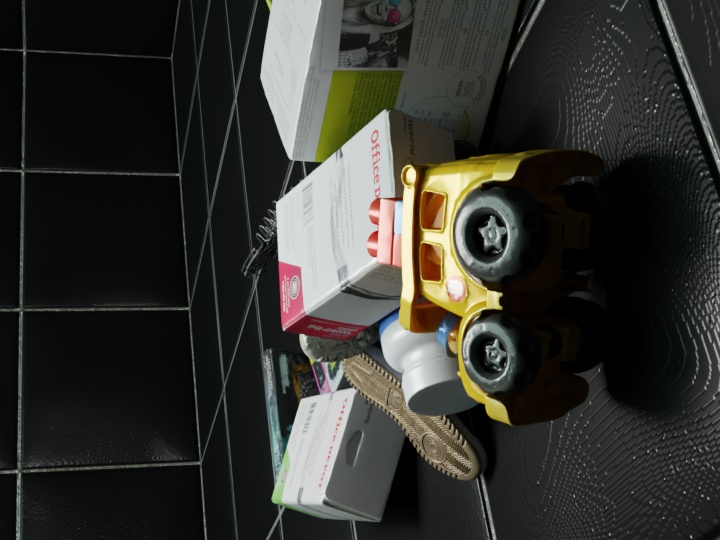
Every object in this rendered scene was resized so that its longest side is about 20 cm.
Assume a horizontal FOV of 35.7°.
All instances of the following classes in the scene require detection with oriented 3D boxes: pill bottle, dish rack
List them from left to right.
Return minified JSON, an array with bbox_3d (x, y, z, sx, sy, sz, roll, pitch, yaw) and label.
[{"bbox_3d":[-0.086,-0.075,1.485,0.055,0.200,0.153,47,154,6],"label":"dish rack"},{"bbox_3d":[0.070,0.037,1.117,0.112,0.112,0.201,113,151,-54],"label":"pill bottle"}]

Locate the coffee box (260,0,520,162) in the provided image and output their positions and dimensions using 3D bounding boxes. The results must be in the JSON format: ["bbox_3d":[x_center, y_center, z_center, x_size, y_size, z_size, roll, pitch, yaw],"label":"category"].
[{"bbox_3d":[0.022,-0.236,1.129,0.200,0.197,0.201,-111,29,-53],"label":"coffee box"}]

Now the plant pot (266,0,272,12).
[{"bbox_3d":[-0.038,-0.414,1.368,0.199,0.199,0.182,-109,19,-48],"label":"plant pot"}]

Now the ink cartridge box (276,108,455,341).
[{"bbox_3d":[0.005,-0.038,1.060,0.200,0.083,0.146,-34,51,47],"label":"ink cartridge box"}]

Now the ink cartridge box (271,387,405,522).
[{"bbox_3d":[-0.026,0.232,1.400,0.200,0.084,0.146,-24,46,66],"label":"ink cartridge box"}]

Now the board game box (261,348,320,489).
[{"bbox_3d":[-0.067,0.211,1.562,0.028,0.135,0.201,-39,49,44],"label":"board game box"}]

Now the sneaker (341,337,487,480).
[{"bbox_3d":[0.083,0.129,1.180,0.200,0.108,0.070,40,133,30],"label":"sneaker"}]

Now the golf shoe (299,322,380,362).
[{"bbox_3d":[-0.017,0.035,1.211,0.097,0.200,0.079,-17,112,43],"label":"golf shoe"}]

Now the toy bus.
[{"bbox_3d":[0.088,0.005,0.877,0.191,0.135,0.201,6,100,40],"label":"toy bus"}]

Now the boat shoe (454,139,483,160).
[{"bbox_3d":[0.122,-0.058,1.028,0.065,0.073,0.201,-61,34,38],"label":"boat shoe"}]

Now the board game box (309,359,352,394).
[{"bbox_3d":[-0.032,0.070,1.530,0.148,0.064,0.201,113,146,-52],"label":"board game box"}]
